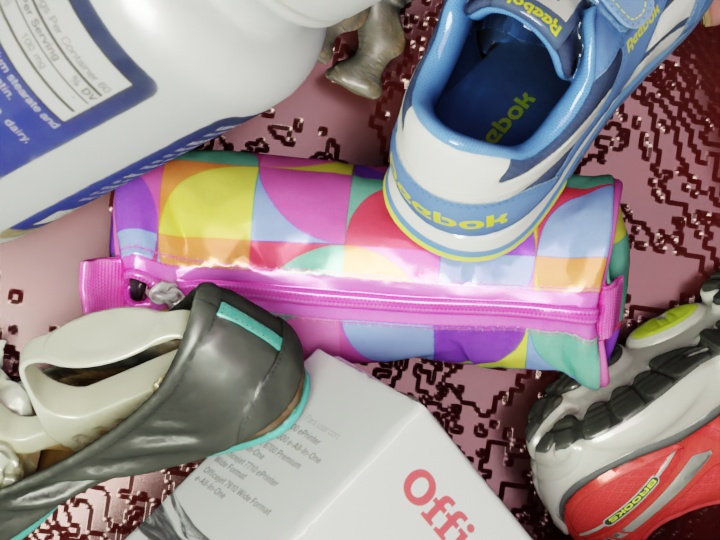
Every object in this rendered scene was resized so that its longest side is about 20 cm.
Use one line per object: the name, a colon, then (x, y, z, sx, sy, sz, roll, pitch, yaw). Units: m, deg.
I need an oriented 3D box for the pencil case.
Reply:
pencil case: (0.000, 0.000, 0.986, 0.200, 0.088, 0.089, 1, 90, 1)

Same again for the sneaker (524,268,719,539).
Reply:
sneaker: (0.157, 0.046, 1.028, 0.200, 0.077, 0.085, -27, 116, -7)

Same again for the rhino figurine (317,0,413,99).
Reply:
rhino figurine: (-0.060, -0.150, 1.001, 0.200, 0.060, 0.088, 30, 88, 1)

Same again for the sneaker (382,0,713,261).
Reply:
sneaker: (0.077, -0.097, 0.930, 0.074, 0.082, 0.200, 27, 77, 14)

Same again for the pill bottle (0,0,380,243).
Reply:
pill bottle: (-0.081, -0.097, 0.910, 0.200, 0.120, 0.120, -24, 93, 33)

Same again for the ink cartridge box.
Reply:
ink cartridge box: (-0.026, 0.151, 0.939, 0.200, 0.084, 0.145, -45, 119, -12)

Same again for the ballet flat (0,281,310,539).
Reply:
ballet flat: (-0.112, 0.051, 0.956, 0.200, 0.068, 0.068, -25, 129, 25)

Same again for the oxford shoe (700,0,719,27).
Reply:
oxford shoe: (0.073, -0.172, 1.017, 0.075, 0.070, 0.200, -29, 85, 4)

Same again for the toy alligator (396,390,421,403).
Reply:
toy alligator: (-0.041, 0.128, 1.007, 0.059, 0.054, 0.200, 32, 86, -32)
